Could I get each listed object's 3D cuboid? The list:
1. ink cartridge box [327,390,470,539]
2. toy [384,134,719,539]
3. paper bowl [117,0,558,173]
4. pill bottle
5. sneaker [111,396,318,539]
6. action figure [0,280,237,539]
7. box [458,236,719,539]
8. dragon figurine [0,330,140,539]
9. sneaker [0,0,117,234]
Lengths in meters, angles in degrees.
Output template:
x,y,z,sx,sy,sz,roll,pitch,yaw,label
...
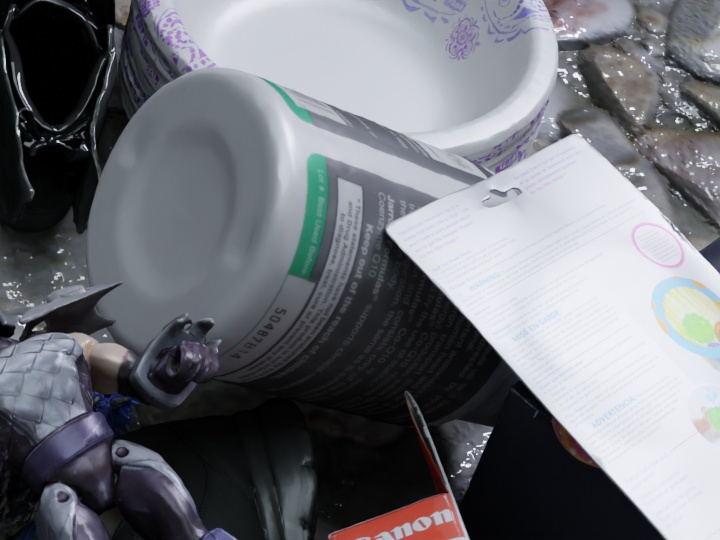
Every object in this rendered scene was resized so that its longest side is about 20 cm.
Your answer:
x,y,z,sx,sy,sz,roll,pitch,yaw,label
0.030,0.144,0.692,0.050,0.110,0.200,-20,32,0,ink cartridge box
0.105,0.046,0.730,0.115,0.047,0.200,-26,62,-41,toy
-0.015,-0.087,0.934,0.199,0.105,0.202,10,43,-10,paper bowl
0.000,0.000,0.787,0.199,0.113,0.113,18,34,-44,pill bottle
-0.052,0.131,0.732,0.090,0.076,0.201,-2,37,-13,sneaker
-0.086,0.072,0.652,0.130,0.069,0.200,-34,73,-22,action figure
0.172,0.094,0.814,0.182,0.105,0.199,41,47,22,box
-0.132,0.110,0.694,0.058,0.100,0.201,19,43,1,dragon figurine
-0.134,-0.096,0.877,0.060,0.104,0.201,8,64,-14,sneaker
